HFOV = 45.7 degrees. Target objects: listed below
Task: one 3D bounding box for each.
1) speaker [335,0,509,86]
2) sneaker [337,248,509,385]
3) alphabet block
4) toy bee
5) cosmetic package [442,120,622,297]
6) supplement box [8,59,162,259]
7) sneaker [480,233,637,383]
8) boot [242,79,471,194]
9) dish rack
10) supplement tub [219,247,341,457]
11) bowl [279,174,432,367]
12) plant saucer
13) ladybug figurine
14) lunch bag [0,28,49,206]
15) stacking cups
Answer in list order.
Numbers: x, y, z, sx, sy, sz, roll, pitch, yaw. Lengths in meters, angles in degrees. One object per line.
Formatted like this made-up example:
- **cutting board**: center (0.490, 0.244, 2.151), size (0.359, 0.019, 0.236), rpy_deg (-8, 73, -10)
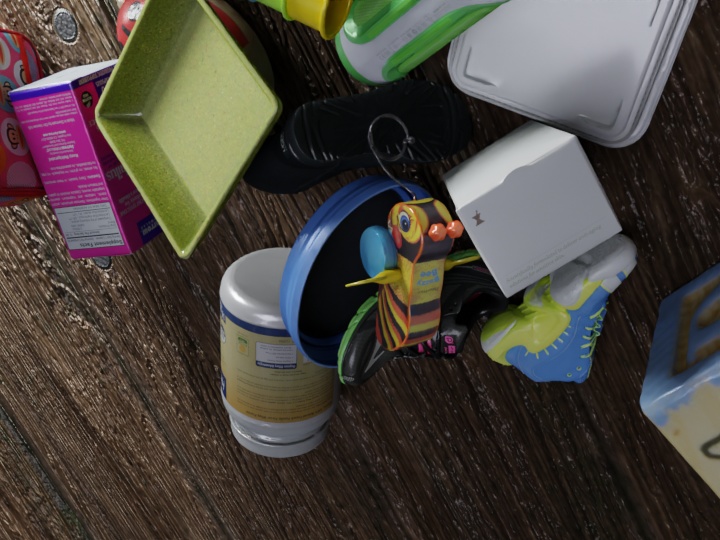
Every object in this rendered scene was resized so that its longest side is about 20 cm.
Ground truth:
- **speaker**: center (0.058, -0.232, 0.730), size (0.089, 0.088, 0.199), rpy_deg (55, 145, -9)
- **sneaker**: center (0.063, 0.053, 0.846), size (0.084, 0.198, 0.077), rpy_deg (51, 170, 36)
- **alphabet block**: center (0.375, 0.093, 0.702), size (0.200, 0.197, 0.195), rpy_deg (47, 127, -3)
- **toy bee**: center (0.043, -0.017, 0.740), size (0.108, 0.130, 0.203), rpy_deg (26, 143, 58)
- **cosmetic package**: center (0.136, -0.061, 0.726), size (0.106, 0.200, 0.086), rpy_deg (-30, 102, 10)
- **supplement box**: center (-0.305, -0.127, 0.991), size (0.101, 0.101, 0.204), rpy_deg (-2, 115, 26)
- **sneaker**: center (0.214, 0.046, 0.844), size (0.105, 0.076, 0.199), rpy_deg (39, 134, -12)
- **boot**: center (-0.011, -0.128, 0.848), size (0.167, 0.196, 0.078), rpy_deg (-7, 93, 65)
- **dish rack**: center (0.173, -0.206, 0.743), size (0.197, 0.044, 0.175), rpy_deg (24, 124, 16)
- **supplement tub**: center (-0.088, 0.094, 0.969), size (0.141, 0.145, 0.204), rpy_deg (16, 121, 18)
- **bowl**: center (0.000, 0.000, 0.850), size (0.039, 0.198, 0.204), rpy_deg (33, 128, 35)
- **plant saucer**: center (-0.159, -0.152, 0.818), size (0.201, 0.047, 0.201), rpy_deg (54, 126, 20)
- **ladybug figurine**: center (-0.182, -0.224, 0.896), size (0.198, 0.072, 0.137), rpy_deg (35, 126, 7)
- **lunch bag**: center (-0.419, -0.175, 0.980), size (0.080, 0.176, 0.205), rpy_deg (-13, 88, 21)
- **stacking cups**: center (-0.101, -0.268, 0.748), size (0.197, 0.060, 0.061), rpy_deg (28, 125, 15)
